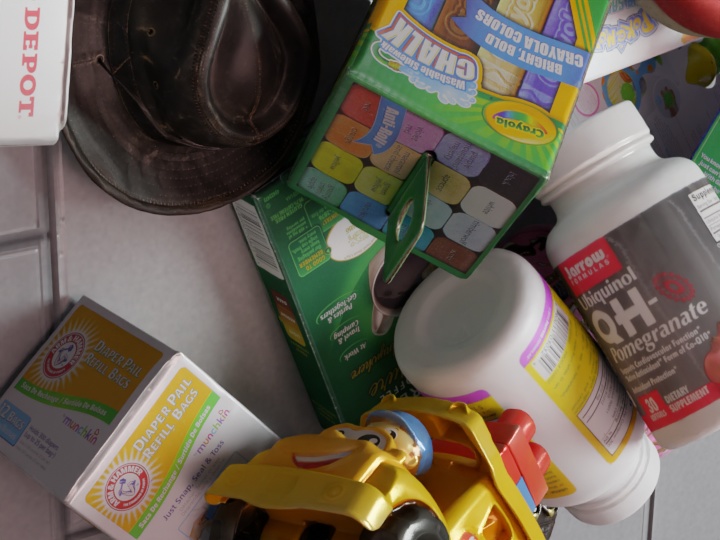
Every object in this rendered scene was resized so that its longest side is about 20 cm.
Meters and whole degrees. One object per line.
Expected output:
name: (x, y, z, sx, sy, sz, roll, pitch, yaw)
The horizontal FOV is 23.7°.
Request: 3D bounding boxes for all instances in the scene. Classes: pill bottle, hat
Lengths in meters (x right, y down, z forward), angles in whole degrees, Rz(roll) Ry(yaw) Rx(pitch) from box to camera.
pill bottle: (0.184, 0.000, 1.064, 0.110, 0.111, 0.201, -28, 84, -28)
pill bottle: (0.114, 0.082, 1.097, 0.104, 0.104, 0.200, -52, 127, -12)
hat: (-0.080, -0.127, 0.935, 0.200, 0.081, 0.202, -6, 100, -35)

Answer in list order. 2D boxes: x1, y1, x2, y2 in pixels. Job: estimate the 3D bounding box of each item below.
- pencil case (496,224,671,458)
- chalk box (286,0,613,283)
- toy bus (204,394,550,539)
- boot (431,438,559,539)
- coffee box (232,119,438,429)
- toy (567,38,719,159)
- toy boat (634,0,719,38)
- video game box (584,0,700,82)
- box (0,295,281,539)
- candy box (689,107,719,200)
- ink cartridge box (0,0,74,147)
pencil case: (0.159, 0.057, 1.203, 0.200, 0.086, 0.083, 52, 46, -38)
chalk box: (0.044, -0.089, 0.961, 0.124, 0.125, 0.201, 28, 56, -5)
toy bus: (0.033, 0.138, 0.968, 0.192, 0.135, 0.200, -53, 130, -32)
boot: (0.068, 0.169, 1.171, 0.174, 0.069, 0.201, -7, 133, -37)
coffee box: (0.000, 0.000, 1.081, 0.123, 0.044, 0.201, -36, 124, -22)
toy: (0.184, -0.101, 1.183, 0.200, 0.047, 0.115, -41, 109, -29)
toy boat: (0.233, -0.243, 1.050, 0.130, 0.131, 0.201, -9, 100, -33)
video game box: (0.167, -0.227, 1.113, 0.199, 0.047, 0.183, -23, 110, -30)
box: (-0.105, 0.120, 0.996, 0.102, 0.112, 0.200, -53, 132, -11)
candy box: (0.271, -0.061, 1.169, 0.169, 0.077, 0.201, -20, 139, -62)
ink cartridge box: (-0.243, -0.136, 0.815, 0.199, 0.084, 0.146, -5, 108, -37)
